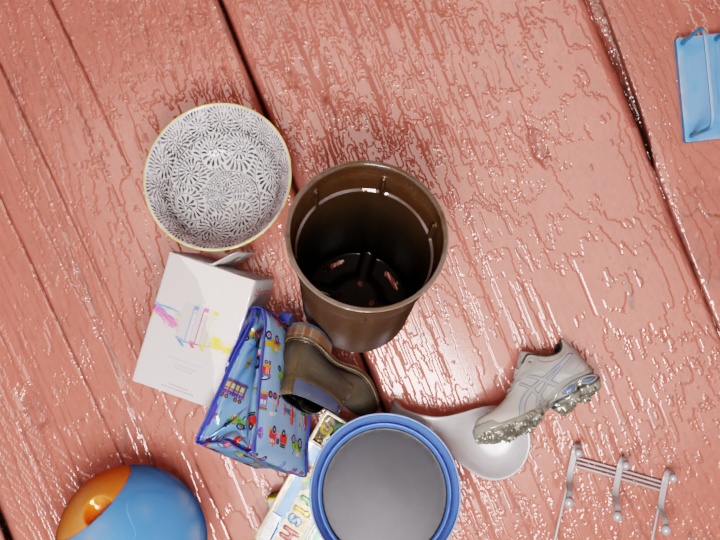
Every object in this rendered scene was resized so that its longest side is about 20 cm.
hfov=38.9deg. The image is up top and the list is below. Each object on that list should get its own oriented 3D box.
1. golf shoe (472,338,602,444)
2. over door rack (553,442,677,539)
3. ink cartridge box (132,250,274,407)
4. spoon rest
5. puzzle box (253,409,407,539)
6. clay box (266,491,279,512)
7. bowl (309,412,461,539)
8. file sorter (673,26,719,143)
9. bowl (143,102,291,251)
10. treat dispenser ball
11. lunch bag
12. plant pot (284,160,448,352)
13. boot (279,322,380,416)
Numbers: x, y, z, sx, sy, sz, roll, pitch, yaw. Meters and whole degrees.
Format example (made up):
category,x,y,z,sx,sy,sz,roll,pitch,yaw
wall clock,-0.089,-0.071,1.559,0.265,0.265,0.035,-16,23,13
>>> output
category,x,y,z,sx,sy,sz,roll,pitch,yaw
golf shoe,0.221,0.162,1.361,0.197,0.079,0.098,-22,68,-22
over door rack,0.334,0.352,1.372,0.145,0.067,0.204,15,92,3
ink cartridge box,-0.204,0.064,1.364,0.123,0.129,0.204,17,91,5
spoon rest,0.134,0.223,1.383,0.196,0.061,0.101,13,90,3
puzzle box,-0.039,0.307,1.366,0.132,0.025,0.202,29,88,5
clay box,-0.023,0.350,1.400,0.196,0.048,0.117,-9,88,2
bowl,0.032,0.289,1.320,0.196,0.039,0.205,0,76,0
file sorter,0.528,-0.252,1.325,0.196,0.123,0.142,-6,91,3
bowl,-0.184,-0.111,1.367,0.196,0.094,0.205,-1,74,3
treat dispenser ball,-0.300,0.358,1.338,0.196,0.201,0.205,0,91,3
lunch bag,-0.116,0.150,1.328,0.092,0.150,0.204,5,71,27
plant pot,0.000,0.000,1.297,0.196,0.199,0.204,2,64,-4
boot,-0.044,0.164,1.334,0.074,0.200,0.098,-13,46,33
